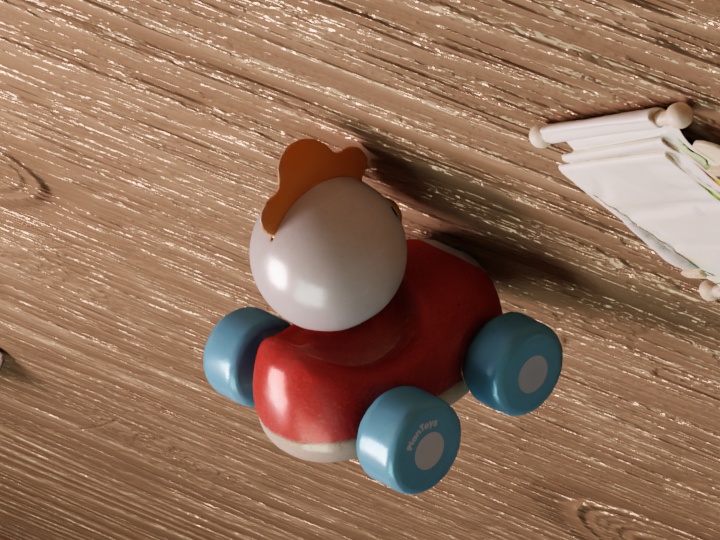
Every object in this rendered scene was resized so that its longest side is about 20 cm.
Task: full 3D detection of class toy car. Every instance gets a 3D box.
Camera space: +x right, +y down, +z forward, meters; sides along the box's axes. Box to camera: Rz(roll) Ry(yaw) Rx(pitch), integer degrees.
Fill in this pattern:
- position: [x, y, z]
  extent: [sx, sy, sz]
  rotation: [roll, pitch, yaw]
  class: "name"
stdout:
- position: [0.000, 0.000, 1.470]
  extent: [0.184, 0.177, 0.200]
  rotation: [26, 140, 43]
  class: "toy car"

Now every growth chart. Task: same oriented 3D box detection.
- position: [0.185, -0.031, 1.291]
  extent: [0.145, 0.018, 0.200]
  rotation: [2, 152, 49]
  class: "growth chart"

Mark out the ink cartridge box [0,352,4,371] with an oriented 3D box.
- position: [-0.467, 0.075, 2.345]
  extent: [0.200, 0.085, 0.146]
  rotation: [5, 154, 43]
  class: "ink cartridge box"
